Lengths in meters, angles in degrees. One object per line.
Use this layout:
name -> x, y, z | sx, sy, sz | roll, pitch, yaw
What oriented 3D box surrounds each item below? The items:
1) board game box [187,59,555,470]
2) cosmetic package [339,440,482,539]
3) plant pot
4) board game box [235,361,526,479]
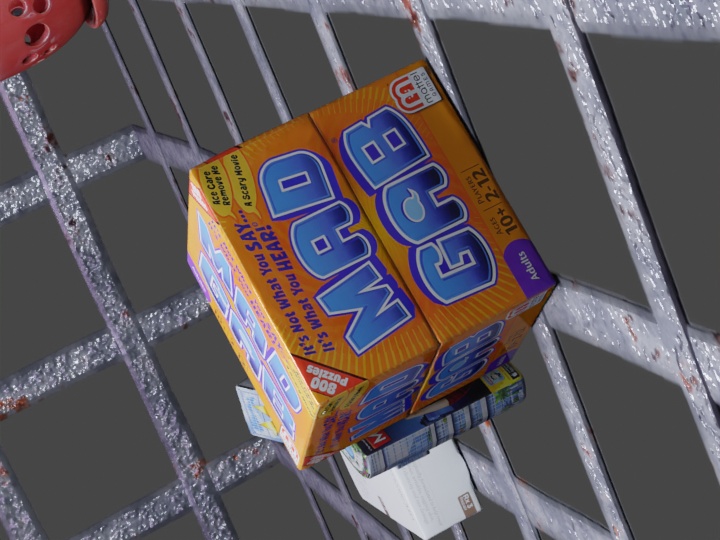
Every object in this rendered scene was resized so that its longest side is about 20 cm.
board game box -> 0.000, 0.000, 1.498 | 0.200, 0.199, 0.200 | 61, 166, 14
cosmetic package -> 0.042, 0.193, 1.975 | 0.102, 0.074, 0.200 | 66, 168, -12
plant pot -> -0.423, -0.360, 2.458 | 0.201, 0.182, 0.201 | 58, 166, 24
board game box -> 0.009, 0.102, 1.653 | 0.200, 0.199, 0.062 | 47, 159, 50
